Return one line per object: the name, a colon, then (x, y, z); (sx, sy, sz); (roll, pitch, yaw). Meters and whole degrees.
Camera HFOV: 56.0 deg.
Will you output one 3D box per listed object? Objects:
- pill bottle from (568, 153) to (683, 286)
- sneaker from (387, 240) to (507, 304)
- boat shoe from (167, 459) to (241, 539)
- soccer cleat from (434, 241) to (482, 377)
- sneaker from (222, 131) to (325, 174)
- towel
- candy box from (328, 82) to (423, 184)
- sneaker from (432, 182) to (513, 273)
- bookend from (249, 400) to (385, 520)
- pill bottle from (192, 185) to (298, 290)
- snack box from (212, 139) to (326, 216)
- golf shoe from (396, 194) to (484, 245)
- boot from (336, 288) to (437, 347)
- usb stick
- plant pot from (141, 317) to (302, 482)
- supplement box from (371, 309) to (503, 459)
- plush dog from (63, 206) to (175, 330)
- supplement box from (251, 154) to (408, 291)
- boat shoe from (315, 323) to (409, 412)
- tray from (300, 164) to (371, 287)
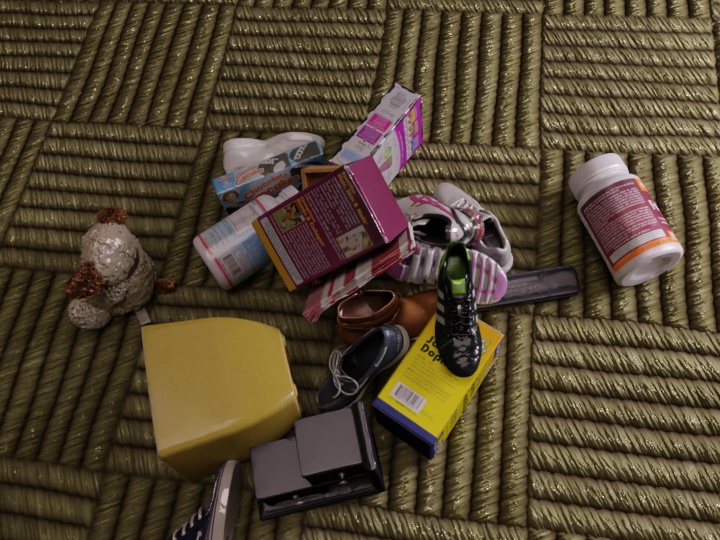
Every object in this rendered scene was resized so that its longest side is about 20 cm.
pill bottle: (0.433, -0.086, 1.124); (0.113, 0.114, 0.201); (-19, 65, -3)
sneaker: (0.143, 0.000, 1.112); (0.198, 0.088, 0.081); (16, 90, 14)
boat shoe: (-0.235, 0.377, 0.992); (0.092, 0.075, 0.202); (5, 72, 8)
soccer cleat: (0.140, 0.053, 0.987); (0.067, 0.081, 0.202); (-3, 63, 4)
sneaker: (-0.161, -0.205, 1.278); (0.198, 0.075, 0.089); (-5, 77, 10)
towel: (0.000, 0.000, 1.049); (0.199, 0.144, 0.023); (-34, 102, 10)
candy box: (0.033, -0.215, 1.216); (0.061, 0.137, 0.200); (31, 71, 20)
sneaker: (0.196, -0.089, 1.163); (0.075, 0.092, 0.200); (-33, 66, -11)
bookend: (-0.073, 0.275, 0.960); (0.197, 0.200, 0.093); (-13, 63, -1)
pill bottle: (-0.182, -0.061, 1.181); (0.199, 0.109, 0.109); (-33, 66, -10)
snack box: (-0.155, -0.154, 1.218); (0.199, 0.116, 0.037); (-22, 64, -4)
golf shoe: (0.107, -0.087, 1.136); (0.199, 0.092, 0.073); (17, 108, 48)
boot: (0.056, 0.062, 1.071); (0.199, 0.155, 0.074); (-26, 64, -7)
usb stick: (0.266, 0.031, 1.132); (0.198, 0.033, 0.056); (-9, 71, 1)
plant pot: (-0.197, 0.183, 1.028); (0.198, 0.195, 0.197); (-13, 64, -6)
supplement box: (0.119, 0.167, 1.039); (0.109, 0.109, 0.201); (31, 71, 19)
plush dog: (-0.414, -0.008, 1.145); (0.159, 0.172, 0.202); (6, 64, 8)
supplement box: (-0.048, -0.073, 1.056); (0.199, 0.103, 0.132); (-25, 97, 29)
boat shoe: (-0.010, 0.153, 1.036); (0.200, 0.062, 0.075); (-41, 56, 28)
tray: (-0.039, -0.074, 1.136); (0.098, 0.037, 0.202); (1, 108, 18)
